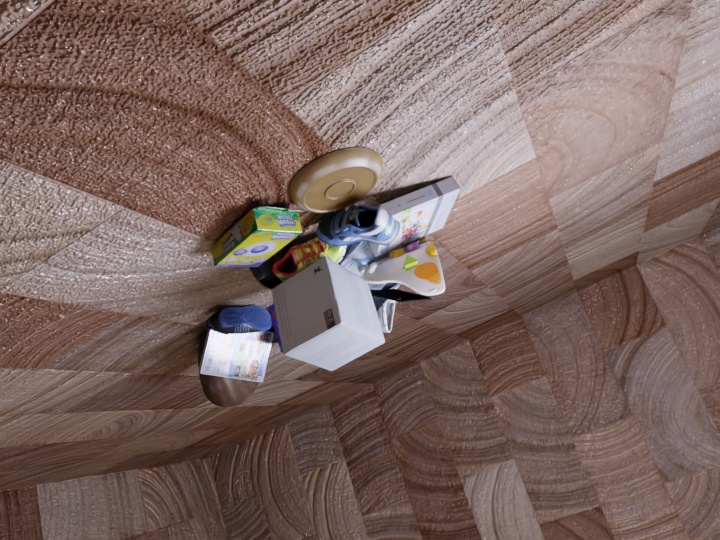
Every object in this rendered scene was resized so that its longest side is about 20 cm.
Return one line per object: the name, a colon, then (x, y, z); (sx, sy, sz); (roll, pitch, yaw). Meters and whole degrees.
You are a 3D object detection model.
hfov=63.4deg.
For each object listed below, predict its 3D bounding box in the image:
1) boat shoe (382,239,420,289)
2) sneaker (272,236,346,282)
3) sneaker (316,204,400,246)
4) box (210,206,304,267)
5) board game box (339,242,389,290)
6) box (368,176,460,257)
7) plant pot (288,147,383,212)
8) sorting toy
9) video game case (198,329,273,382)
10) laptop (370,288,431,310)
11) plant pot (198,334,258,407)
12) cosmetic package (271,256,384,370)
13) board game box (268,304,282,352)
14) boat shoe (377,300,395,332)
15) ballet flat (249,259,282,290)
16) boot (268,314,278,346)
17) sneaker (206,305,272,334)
boat shoe: (0.102, -0.012, 1.557); (0.200, 0.075, 0.093); (-45, 170, 8)
sneaker: (-0.115, -0.031, 1.311); (0.197, 0.080, 0.090); (-35, 155, 16)
sneaker: (-0.015, -0.100, 1.210); (0.194, 0.076, 0.082); (-2, 155, 30)
box: (-0.203, -0.067, 1.171); (0.115, 0.050, 0.198); (-1, 154, -44)
board game box: (0.000, 0.000, 1.455); (0.200, 0.044, 0.198); (-47, 143, 16)
box: (0.120, -0.121, 1.323); (0.195, 0.042, 0.157); (-22, 155, -21)
plant pot: (-0.043, -0.165, 1.126); (0.194, 0.028, 0.201); (-18, 160, -6)
sorting toy: (0.088, -0.005, 1.366); (0.174, 0.111, 0.200); (-11, -169, -3)
video game case: (-0.344, 0.227, 1.626); (0.196, 0.148, 0.018); (17, 174, -37)
laptop: (0.055, 0.106, 1.490); (0.201, 0.104, 0.175); (-50, 155, 23)
plant pot: (-0.402, 0.269, 1.714); (0.181, 0.190, 0.203); (-17, 144, -9)
cosmetic package: (-0.073, 0.105, 1.328); (0.162, 0.169, 0.199); (-29, 148, 20)
board game box: (-0.176, 0.170, 1.708); (0.044, 0.138, 0.198); (-27, 160, 24)
boat shoe: (0.080, 0.073, 1.641); (0.068, 0.208, 0.070); (13, -167, 38)
ballet flat: (-0.220, 0.020, 1.385); (0.064, 0.058, 0.200); (-20, 161, 3)
boot: (-0.280, 0.192, 1.783); (0.196, 0.068, 0.163); (-26, 159, 28)
sneaker: (-0.328, 0.136, 1.580); (0.076, 0.073, 0.198); (-19, 161, 31)
